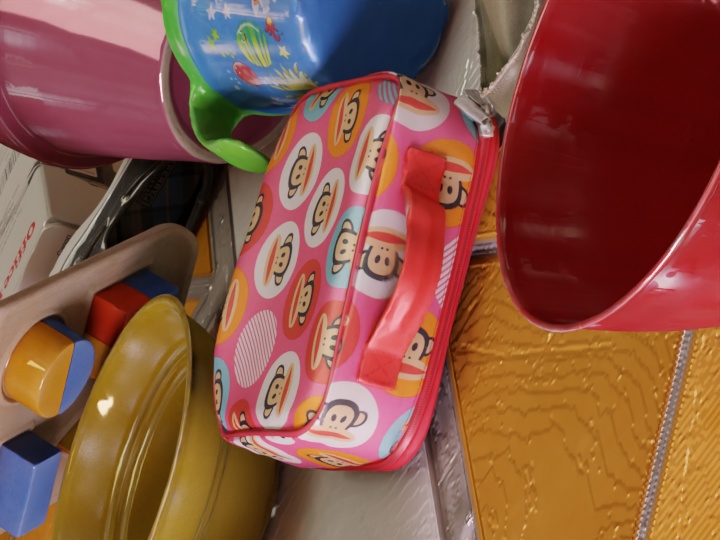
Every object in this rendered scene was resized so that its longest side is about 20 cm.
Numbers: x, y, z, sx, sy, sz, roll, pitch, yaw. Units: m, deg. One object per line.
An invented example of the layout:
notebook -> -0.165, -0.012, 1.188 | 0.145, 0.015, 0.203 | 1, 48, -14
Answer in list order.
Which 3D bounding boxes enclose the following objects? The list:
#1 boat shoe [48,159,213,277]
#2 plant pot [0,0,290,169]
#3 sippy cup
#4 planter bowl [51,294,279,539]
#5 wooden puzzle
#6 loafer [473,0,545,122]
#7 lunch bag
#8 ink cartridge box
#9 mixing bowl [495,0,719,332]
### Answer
boat shoe -> -0.149, -0.007, 1.853 | 0.200, 0.070, 0.066 | -58, 22, 16
plant pot -> -0.132, -0.149, 1.734 | 0.179, 0.200, 0.201 | 20, 93, 42
sippy cup -> -0.023, -0.147, 1.564 | 0.130, 0.139, 0.178 | 18, 112, 60
planter bowl -> -0.100, 0.120, 1.592 | 0.200, 0.083, 0.201 | -50, 31, 45
wooden puzzle -> -0.175, 0.080, 1.693 | 0.046, 0.200, 0.186 | 32, 122, 26
loafer -> 0.071, -0.160, 1.400 | 0.075, 0.069, 0.200 | -48, 32, 48
lunch bag -> 0.000, 0.000, 1.436 | 0.176, 0.082, 0.201 | -9, 65, 67
ink cartridge box -> -0.220, -0.014, 2.003 | 0.146, 0.083, 0.200 | -63, 23, 23
mixing bowl -> 0.145, -0.059, 1.077 | 0.200, 0.108, 0.201 | -51, 30, 46
